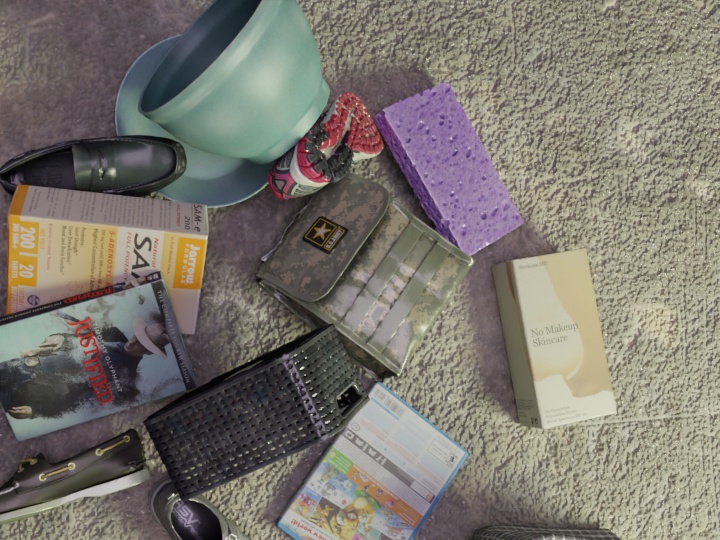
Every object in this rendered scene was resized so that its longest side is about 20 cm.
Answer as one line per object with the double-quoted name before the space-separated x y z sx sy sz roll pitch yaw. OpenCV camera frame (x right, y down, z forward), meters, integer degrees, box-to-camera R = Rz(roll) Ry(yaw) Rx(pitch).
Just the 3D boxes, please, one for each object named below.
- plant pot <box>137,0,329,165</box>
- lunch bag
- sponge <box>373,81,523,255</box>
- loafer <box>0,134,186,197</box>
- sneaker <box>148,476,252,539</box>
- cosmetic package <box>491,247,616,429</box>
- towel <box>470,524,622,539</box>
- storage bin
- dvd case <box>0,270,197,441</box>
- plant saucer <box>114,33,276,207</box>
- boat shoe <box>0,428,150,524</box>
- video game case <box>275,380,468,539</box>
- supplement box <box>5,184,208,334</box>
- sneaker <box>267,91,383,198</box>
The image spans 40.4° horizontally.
"plant pot" -0.117 -0.198 1.030 0.134 0.200 0.201 41 76 -27
"lunch bag" 0.000 0.000 1.108 0.199 0.118 0.165 37 75 -1
"sponge" 0.108 -0.119 1.175 0.111 0.030 0.201 -30 91 -32
"loafer" -0.286 -0.106 1.043 0.198 0.070 0.069 -6 93 4
"sneaker" -0.152 0.308 1.052 0.200 0.082 0.075 43 76 -6
"cosmetic package" 0.232 0.081 1.178 0.104 0.071 0.202 -10 87 -14
"towel" 0.237 0.334 1.107 0.198 0.166 0.087 7 76 -13
"storage bin" -0.106 0.144 1.016 0.199 0.135 0.094 -27 91 20
"dvd case" -0.285 0.091 1.023 0.198 0.022 0.147 -16 122 -9
"plant saucer" -0.179 -0.168 1.119 0.199 0.039 0.203 2 83 -14
"boat shoe" -0.325 0.220 1.027 0.199 0.072 0.061 -13 83 -22
"video game case" 0.016 0.251 1.134 0.143 0.018 0.201 38 76 -8
"supplement box" -0.266 -0.009 1.033 0.198 0.074 0.127 5 119 -13
"sneaker" -0.038 -0.141 1.097 0.081 0.074 0.200 59 33 -7
